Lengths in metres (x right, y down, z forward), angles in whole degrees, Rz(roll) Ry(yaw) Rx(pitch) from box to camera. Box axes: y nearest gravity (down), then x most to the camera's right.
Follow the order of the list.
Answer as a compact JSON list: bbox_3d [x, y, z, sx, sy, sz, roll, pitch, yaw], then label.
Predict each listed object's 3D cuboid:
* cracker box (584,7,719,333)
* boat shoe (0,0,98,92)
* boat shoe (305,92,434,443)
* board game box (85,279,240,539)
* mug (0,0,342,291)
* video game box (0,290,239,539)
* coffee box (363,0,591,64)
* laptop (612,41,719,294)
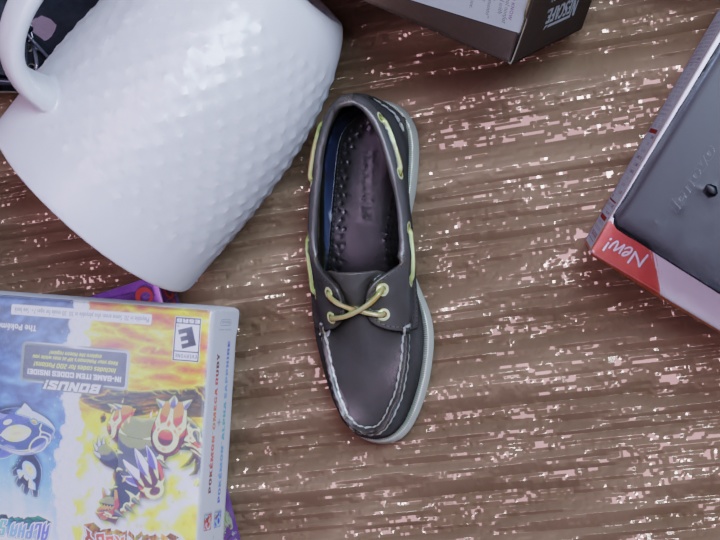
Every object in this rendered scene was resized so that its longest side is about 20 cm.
[{"bbox_3d":[0.224,-0.063,0.842,0.133,0.058,0.201,30,99,1],"label":"cracker box"},{"bbox_3d":[-0.207,-0.147,1.010,0.198,0.062,0.076,-3,85,18],"label":"boat shoe"},{"bbox_3d":[0.000,0.000,0.932,0.071,0.060,0.204,-3,87,19],"label":"boat shoe"},{"bbox_3d":[-0.147,0.115,0.997,0.119,0.032,0.202,-17,83,22],"label":"board game box"},{"bbox_3d":[-0.114,-0.112,0.907,0.176,0.199,0.148,-48,44,9],"label":"mug"},{"bbox_3d":[-0.175,0.108,0.971,0.198,0.047,0.185,3,92,19],"label":"video game box"},{"bbox_3d":[0.025,-0.192,0.864,0.199,0.114,0.080,26,117,18],"label":"coffee box"},{"bbox_3d":[0.261,-0.049,0.800,0.116,0.199,0.188,38,100,41],"label":"laptop"}]
